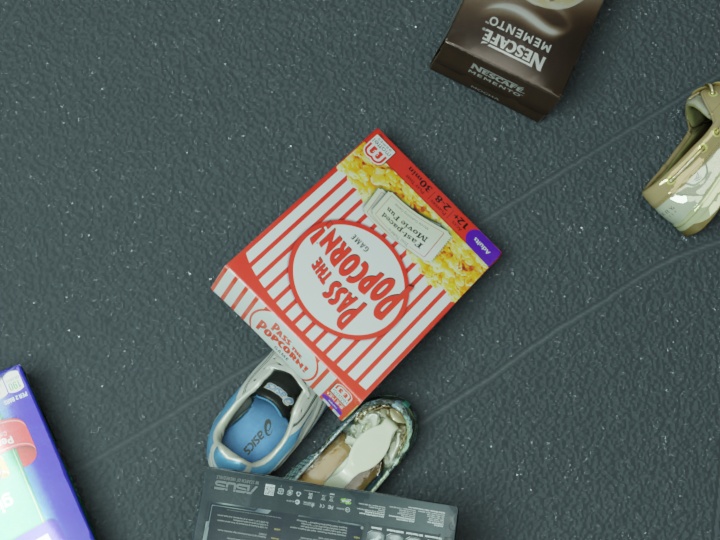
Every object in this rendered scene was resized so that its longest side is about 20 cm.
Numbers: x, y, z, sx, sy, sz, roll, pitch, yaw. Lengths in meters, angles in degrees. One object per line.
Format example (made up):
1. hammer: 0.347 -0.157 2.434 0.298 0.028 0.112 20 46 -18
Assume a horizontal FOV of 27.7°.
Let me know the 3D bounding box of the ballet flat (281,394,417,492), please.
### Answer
1. ballet flat: -0.028 0.177 1.179 0.074 0.074 0.200 38 78 1

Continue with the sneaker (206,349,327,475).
1. sneaker: -0.052 0.089 1.186 0.072 0.073 0.201 35 72 1

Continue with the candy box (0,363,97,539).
1. candy box: -0.301 0.200 1.137 0.168 0.077 0.201 -24 85 -11

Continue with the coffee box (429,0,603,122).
1. coffee box: 0.153 -0.247 1.267 0.112 0.080 0.201 25 78 -3

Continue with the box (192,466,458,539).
1. box: -0.033 0.243 1.099 0.198 0.051 0.159 8 70 2

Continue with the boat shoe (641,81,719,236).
1. boat shoe: 0.313 -0.130 1.270 0.066 0.074 0.201 32 78 -6

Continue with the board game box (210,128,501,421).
1. board game box: 0.000 0.000 1.191 0.151 0.046 0.200 44 57 2
